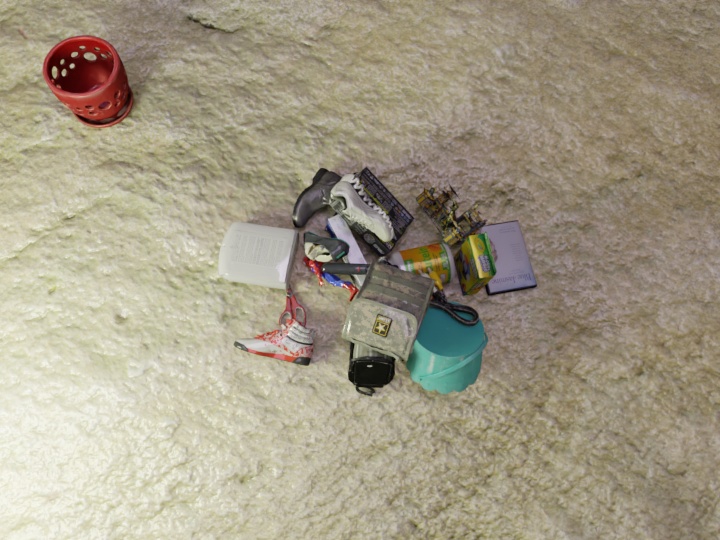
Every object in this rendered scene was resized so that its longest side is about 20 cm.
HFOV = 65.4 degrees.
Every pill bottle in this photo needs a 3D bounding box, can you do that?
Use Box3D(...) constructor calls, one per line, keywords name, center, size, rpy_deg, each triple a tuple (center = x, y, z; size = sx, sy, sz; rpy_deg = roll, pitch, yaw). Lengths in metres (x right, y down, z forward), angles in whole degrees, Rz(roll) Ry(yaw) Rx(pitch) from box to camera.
Box3D(name="pill bottle", center=(0.141, -0.003, 1.496), size=(0.199, 0.111, 0.112), rpy_deg=(-12, 74, -7))

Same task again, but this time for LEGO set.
Box3D(name="LEGO set", center=(0.256, -0.164, 1.526), size=(0.116, 0.154, 0.201), rpy_deg=(-40, 64, 21))

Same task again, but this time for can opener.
Box3D(name="can opener", center=(0.000, 0.000, 1.412), size=(0.199, 0.063, 0.079), rpy_deg=(6, 80, 1))

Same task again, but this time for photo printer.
Box3D(name="photo printer", center=(-0.276, -0.042, 1.500), size=(0.199, 0.069, 0.167), rpy_deg=(8, 73, 4))

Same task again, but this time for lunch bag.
Box3D(name="lunch bag", center=(0.065, 0.097, 1.294), size=(0.163, 0.118, 0.201), rpy_deg=(18, 58, 10))

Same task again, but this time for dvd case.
Box3D(name="dvd case", center=(0.400, -0.037, 1.571), size=(0.142, 0.018, 0.201), rpy_deg=(-10, 74, -7))

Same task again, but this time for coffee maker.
Box3D(name="coffee maker", center=(0.022, 0.181, 1.418), size=(0.134, 0.192, 0.201), rpy_deg=(19, 50, -18))

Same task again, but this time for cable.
Box3D(name="cable", center=(0.197, 0.072, 1.374), size=(0.097, 0.050, 0.200), rpy_deg=(-32, 50, -21))

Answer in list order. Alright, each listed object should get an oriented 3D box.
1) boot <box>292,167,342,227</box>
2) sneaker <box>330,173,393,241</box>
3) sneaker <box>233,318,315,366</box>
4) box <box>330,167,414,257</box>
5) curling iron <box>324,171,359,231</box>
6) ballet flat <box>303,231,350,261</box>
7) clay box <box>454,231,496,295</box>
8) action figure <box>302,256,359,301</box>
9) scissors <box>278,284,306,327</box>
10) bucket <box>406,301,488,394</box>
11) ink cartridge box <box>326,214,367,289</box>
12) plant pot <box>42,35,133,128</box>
Box3D(name="boot", center=(-0.093, -0.190, 1.545), size=(0.131, 0.070, 0.201), rpy_deg=(22, 74, 21))
Box3D(name="sneaker", center=(0.004, -0.145, 1.416), size=(0.081, 0.075, 0.200), rpy_deg=(-42, 92, -28))
Box3D(name="sneaker", center=(-0.216, 0.171, 1.439), size=(0.200, 0.067, 0.109), rpy_deg=(14, 82, -5))
Box3D(name="box", center=(0.036, -0.158, 1.511), size=(0.200, 0.044, 0.160), rpy_deg=(45, 52, -11))
Box3D(name="curling iron", center=(-0.046, -0.194, 1.591), size=(0.049, 0.026, 0.201), rpy_deg=(23, 77, 26))
Box3D(name="ballet flat", center=(-0.106, -0.058, 1.470), size=(0.073, 0.200, 0.074), rpy_deg=(-9, 105, -36))
Box3D(name="clay box", center=(0.297, -0.016, 1.463), size=(0.047, 0.200, 0.116), rpy_deg=(-10, 73, -6))
Box3D(name="action figure", center=(-0.083, 0.019, 1.492), size=(0.200, 0.065, 0.052), rpy_deg=(38, 108, 27))
Box3D(name="scissors", center=(-0.183, 0.065, 1.509), size=(0.073, 0.014, 0.201), rpy_deg=(-2, 72, -1))
Box3D(name="bucket", center=(0.213, 0.186, 1.391), size=(0.206, 0.135, 0.208), rpy_deg=(-1, 45, 1))
Box3D(name="ink cartridge box", center=(-0.027, -0.045, 1.502), size=(0.044, 0.094, 0.201), rpy_deg=(-25, 80, -10))
Box3D(name="plant pot", center=(-0.743, -0.517, 1.564), size=(0.199, 0.183, 0.202), rpy_deg=(1, 74, -3))
